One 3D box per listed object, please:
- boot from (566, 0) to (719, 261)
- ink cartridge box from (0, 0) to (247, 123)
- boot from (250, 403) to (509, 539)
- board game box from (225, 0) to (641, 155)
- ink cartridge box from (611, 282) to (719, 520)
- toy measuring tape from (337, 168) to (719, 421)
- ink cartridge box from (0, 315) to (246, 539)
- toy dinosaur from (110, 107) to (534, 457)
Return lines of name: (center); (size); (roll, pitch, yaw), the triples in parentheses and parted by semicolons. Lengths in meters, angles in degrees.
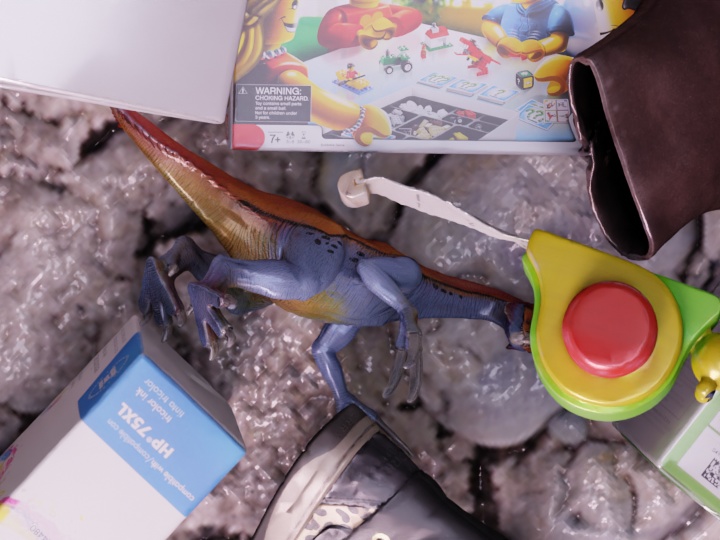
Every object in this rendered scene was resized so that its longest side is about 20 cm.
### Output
boot: (0.152, -0.121, 1.303); (0.166, 0.072, 0.201); (-28, 111, -43)
ink cartridge box: (-0.120, -0.180, 1.260); (0.145, 0.147, 0.202); (10, 98, -15)
boot: (0.013, 0.171, 1.317); (0.150, 0.073, 0.201); (31, 123, 11)
board game box: (0.038, -0.118, 1.349); (0.198, 0.035, 0.127); (0, 97, -6)
ink cartridge box: (0.206, 0.019, 1.350); (0.059, 0.104, 0.200); (37, 92, -10)
toy measuring tape: (0.074, 0.019, 1.297); (0.199, 0.074, 0.074); (20, 96, 8)
ink cartridge box: (-0.145, 0.121, 1.321); (0.067, 0.116, 0.200); (43, 91, -10)
toy dinosaur: (0.000, 0.000, 1.330); (0.180, 0.105, 0.202); (-13, 93, -31)
